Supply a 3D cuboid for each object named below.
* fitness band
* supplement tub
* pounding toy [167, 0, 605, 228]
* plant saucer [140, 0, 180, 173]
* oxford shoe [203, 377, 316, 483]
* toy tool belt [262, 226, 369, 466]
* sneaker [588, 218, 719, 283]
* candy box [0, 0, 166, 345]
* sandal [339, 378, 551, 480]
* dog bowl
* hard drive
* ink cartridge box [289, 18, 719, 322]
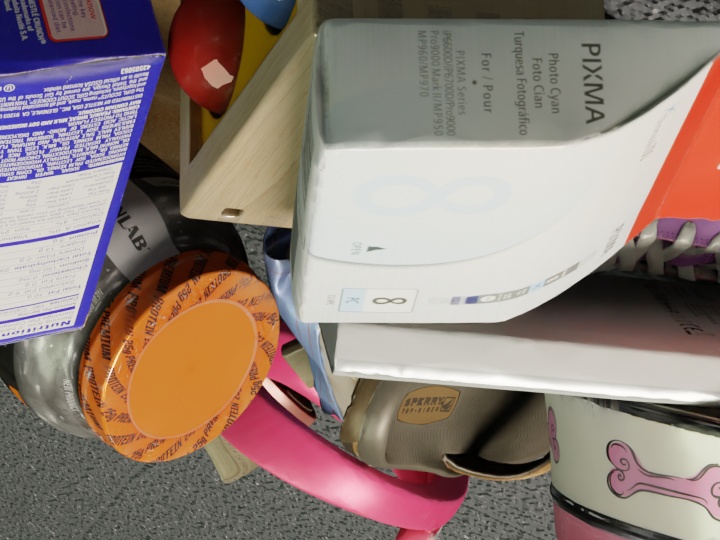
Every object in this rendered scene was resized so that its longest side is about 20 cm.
[{"bbox_3d":[-0.012,0.079,1.209,0.143,0.038,0.200,37,-171,0],"label":"fitness band"},{"bbox_3d":[-0.133,-0.007,1.091,0.200,0.122,0.123,37,159,38],"label":"supplement tub"},{"bbox_3d":[-0.020,-0.130,0.851,0.141,0.202,0.184,5,159,-19],"label":"pounding toy"},{"bbox_3d":[-0.110,-0.119,1.112,0.199,0.036,0.201,28,151,17],"label":"plant saucer"},{"bbox_3d":[-0.116,0.038,1.302,0.200,0.075,0.070,43,-172,-13],"label":"oxford shoe"},{"bbox_3d":[0.000,0.000,1.089,0.122,0.125,0.201,11,144,24],"label":"toy tool belt"},{"bbox_3d":[0.116,-0.013,0.948,0.200,0.115,0.073,30,151,7],"label":"sneaker"},{"bbox_3d":[-0.143,-0.089,0.937,0.200,0.076,0.170,117,140,-56],"label":"candy box"},{"bbox_3d":[0.066,0.055,1.044,0.054,0.082,0.199,25,-168,30],"label":"sandal"},{"bbox_3d":[0.165,0.091,0.980,0.198,0.074,0.200,10,-175,-1],"label":"dog bowl"},{"bbox_3d":[0.084,0.023,0.951,0.198,0.027,0.132,6,-169,-6],"label":"hard drive"},{"bbox_3d":[0.079,-0.026,0.780,0.198,0.048,0.160,1,160,-4],"label":"ink cartridge box"}]
